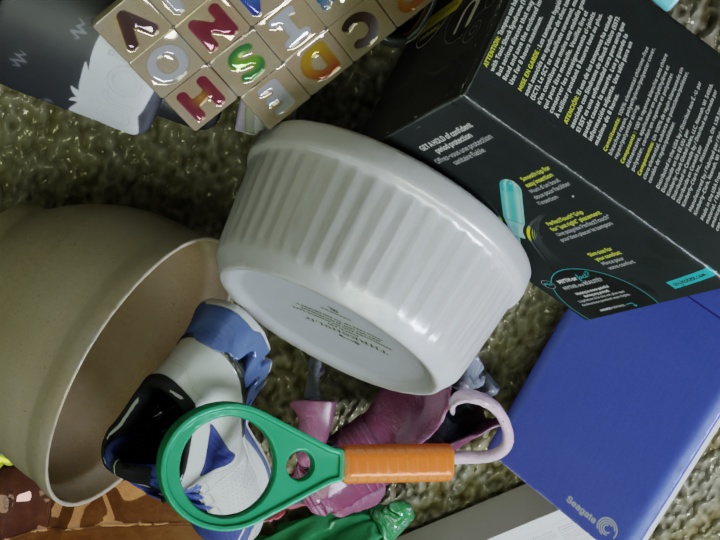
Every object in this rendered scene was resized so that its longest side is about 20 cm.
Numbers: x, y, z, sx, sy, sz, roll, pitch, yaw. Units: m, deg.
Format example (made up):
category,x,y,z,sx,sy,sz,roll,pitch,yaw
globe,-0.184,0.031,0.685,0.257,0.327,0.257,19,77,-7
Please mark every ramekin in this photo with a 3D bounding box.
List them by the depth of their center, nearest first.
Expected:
category,x,y,z,sx,sy,sz,roll,pitch,yaw
ramekin,0.000,0.000,0.867,0.202,0.202,0.095,34,72,-17

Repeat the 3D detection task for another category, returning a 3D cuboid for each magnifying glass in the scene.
category,x,y,z,sx,sy,sz,roll,pitch,yaw
magnifying glass,-0.033,0.124,0.880,0.199,0.022,0.080,2,89,-20

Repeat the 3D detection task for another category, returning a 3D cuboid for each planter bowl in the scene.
category,x,y,z,sx,sy,sz,roll,pitch,yaw
planter bowl,-0.196,0.036,0.919,0.134,0.200,0.201,29,120,15

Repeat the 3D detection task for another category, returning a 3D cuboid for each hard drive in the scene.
category,x,y,z,sx,sy,sz,roll,pitch,yaw
hard drive,0.186,0.082,0.955,0.132,0.025,0.201,37,111,28

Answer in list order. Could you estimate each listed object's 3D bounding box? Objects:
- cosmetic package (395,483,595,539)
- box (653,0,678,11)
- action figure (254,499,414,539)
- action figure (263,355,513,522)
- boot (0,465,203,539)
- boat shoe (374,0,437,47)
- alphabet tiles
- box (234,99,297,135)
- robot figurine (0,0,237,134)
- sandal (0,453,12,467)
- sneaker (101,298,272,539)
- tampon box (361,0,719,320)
category,x,y,z,sx,sy,sz,roll,pitch,yaw
cosmetic package,0.103,0.230,1.091,0.199,0.051,0.083,-25,119,15
box,0.154,-0.221,0.737,0.049,0.200,0.082,32,116,-21
action figure,-0.041,0.238,1.080,0.199,0.119,0.055,-34,147,15
action figure,0.015,0.135,0.990,0.199,0.149,0.134,-33,122,3
boot,-0.220,0.227,1.104,0.198,0.069,0.190,-2,113,-6
boat shoe,0.034,-0.233,0.813,0.071,0.068,0.201,9,118,-3
alphabet tiles,-0.044,-0.168,0.766,0.200,0.008,0.167,-37,136,7
box,-0.043,-0.180,0.860,0.038,0.042,0.201,11,121,-5
robot figurine,-0.166,-0.160,0.828,0.199,0.125,0.151,21,109,-11
sandal,-0.314,0.098,1.011,0.198,0.080,0.088,-3,116,2
sneaker,-0.122,0.124,0.926,0.080,0.115,0.200,25,134,25
tampon box,0.125,-0.082,0.829,0.199,0.127,0.150,33,159,-18
